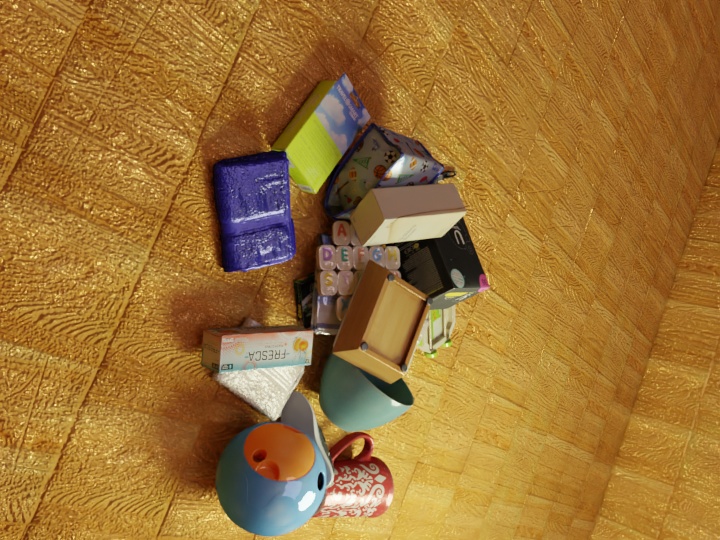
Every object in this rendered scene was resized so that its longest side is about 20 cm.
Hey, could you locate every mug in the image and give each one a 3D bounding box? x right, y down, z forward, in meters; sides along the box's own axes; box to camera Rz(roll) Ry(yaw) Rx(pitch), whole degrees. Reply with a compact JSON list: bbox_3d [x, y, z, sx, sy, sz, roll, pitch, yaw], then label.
[{"bbox_3d":[-0.046,0.446,1.584,0.200,0.133,0.178,14,56,-46],"label":"mug"}]

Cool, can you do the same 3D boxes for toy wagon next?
[{"bbox_3d":[0.170,0.131,1.779,0.200,0.040,0.155,-27,121,-47],"label":"toy wagon"}]

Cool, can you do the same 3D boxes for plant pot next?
[{"bbox_3d":[-0.008,0.252,1.522,0.135,0.200,0.200,-49,141,11],"label":"plant pot"}]

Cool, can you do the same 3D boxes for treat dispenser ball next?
[{"bbox_3d":[-0.162,0.378,1.343,0.201,0.201,0.201,-18,115,-46],"label":"treat dispenser ball"}]

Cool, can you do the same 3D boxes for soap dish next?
[{"bbox_3d":[0.049,0.101,1.437,0.157,0.081,0.200,33,70,-31],"label":"soap dish"}]

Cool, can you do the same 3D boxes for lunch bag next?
[{"bbox_3d":[0.035,-0.176,1.466,0.170,0.124,0.200,6,129,-52],"label":"lunch bag"}]

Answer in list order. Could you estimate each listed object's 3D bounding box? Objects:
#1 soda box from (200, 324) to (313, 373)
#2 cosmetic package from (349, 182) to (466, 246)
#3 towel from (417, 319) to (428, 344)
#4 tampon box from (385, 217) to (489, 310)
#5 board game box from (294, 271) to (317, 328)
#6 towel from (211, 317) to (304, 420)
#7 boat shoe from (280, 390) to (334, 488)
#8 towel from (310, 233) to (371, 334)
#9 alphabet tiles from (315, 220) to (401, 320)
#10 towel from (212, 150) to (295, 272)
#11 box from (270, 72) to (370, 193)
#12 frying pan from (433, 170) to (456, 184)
[{"bbox_3d":[-0.180,0.137,1.311,0.200,0.064,0.068,2,96,-42],"label":"soda box"},{"bbox_3d":[0.093,-0.109,1.425,0.200,0.104,0.073,-10,67,-32],"label":"cosmetic package"},{"bbox_3d":[0.051,0.114,1.548,0.200,0.034,0.133,36,72,-25],"label":"towel"},{"bbox_3d":[0.162,-0.028,1.592,0.150,0.126,0.200,-1,67,-51],"label":"tampon box"},{"bbox_3d":[-0.054,0.038,1.510,0.200,0.023,0.105,-24,116,-43],"label":"board game box"},{"bbox_3d":[-0.185,0.191,1.391,0.200,0.034,0.133,48,64,-45],"label":"towel"},{"bbox_3d":[-0.105,0.337,1.466,0.057,0.069,0.200,46,22,-78],"label":"boat shoe"},{"bbox_3d":[-0.027,0.032,1.467,0.147,0.024,0.200,8,82,-31],"label":"towel"},{"bbox_3d":[0.000,0.000,1.464,0.200,0.015,0.196,0,86,-36],"label":"alphabet tiles"},{"bbox_3d":[-0.178,-0.101,1.283,0.148,0.050,0.200,-19,115,-35],"label":"towel"},{"bbox_3d":[-0.071,-0.259,1.379,0.200,0.048,0.122,-57,137,-21],"label":"box"},{"bbox_3d":[0.164,-0.198,1.695,0.190,0.031,0.115,16,90,-48],"label":"frying pan"}]
